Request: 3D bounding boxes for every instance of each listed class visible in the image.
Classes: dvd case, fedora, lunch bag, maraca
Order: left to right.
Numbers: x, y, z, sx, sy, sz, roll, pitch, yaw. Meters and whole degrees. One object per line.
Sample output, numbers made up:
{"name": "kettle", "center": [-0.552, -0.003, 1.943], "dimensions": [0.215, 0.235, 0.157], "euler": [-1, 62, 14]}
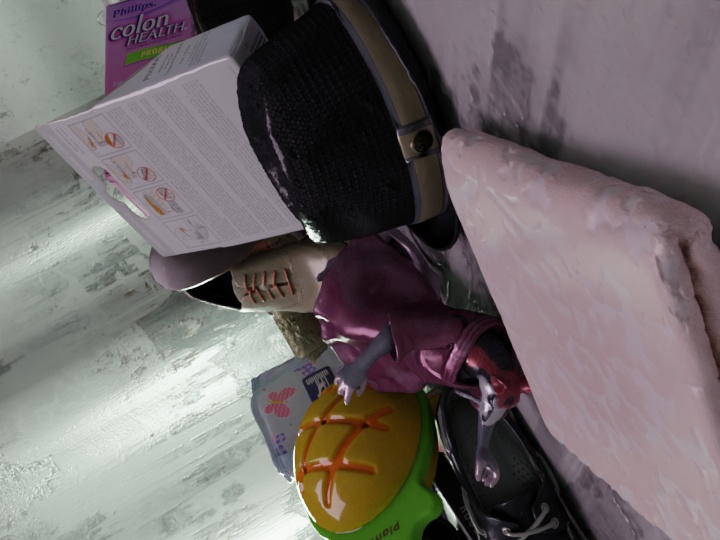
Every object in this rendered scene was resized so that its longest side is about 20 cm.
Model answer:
{"name": "fedora", "center": [-0.018, -0.084, 0.582], "dimensions": [0.201, 0.091, 0.201], "euler": [60, 171, 16]}
{"name": "lunch bag", "center": [-0.033, 0.150, 1.087], "dimensions": [0.128, 0.169, 0.200], "euler": [64, 178, -13]}
{"name": "maraca", "center": [0.007, 0.159, 0.740], "dimensions": [0.107, 0.137, 0.201], "euler": [37, -158, -28]}
{"name": "dvd case", "center": [0.117, 0.264, 0.785], "dimensions": [0.200, 0.025, 0.151], "euler": [54, 167, 36]}

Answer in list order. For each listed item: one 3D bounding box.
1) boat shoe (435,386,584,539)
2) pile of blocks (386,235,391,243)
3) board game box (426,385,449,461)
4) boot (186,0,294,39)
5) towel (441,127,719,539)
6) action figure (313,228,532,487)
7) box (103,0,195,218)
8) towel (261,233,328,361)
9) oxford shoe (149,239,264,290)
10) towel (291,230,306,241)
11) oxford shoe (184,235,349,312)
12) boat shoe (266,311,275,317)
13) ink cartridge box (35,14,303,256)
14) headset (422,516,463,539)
{"name": "boat shoe", "center": [0.111, 0.171, 0.691], "dimensions": [0.201, 0.075, 0.060], "euler": [57, 176, 22]}
{"name": "pile of blocks", "center": [0.000, 0.000, 0.833], "dimensions": [0.201, 0.062, 0.082], "euler": [60, 171, 7]}
{"name": "board game box", "center": [0.118, 0.198, 0.811], "dimensions": [0.201, 0.047, 0.102], "euler": [63, 171, -5]}
{"name": "boot", "center": [-0.100, -0.200, 0.761], "dimensions": [0.151, 0.073, 0.201], "euler": [87, 157, -67]}
{"name": "towel", "center": [0.111, 0.034, 0.423], "dimensions": [0.192, 0.032, 0.200], "euler": [65, 171, -22]}
{"name": "action figure", "center": [0.057, 0.049, 0.653], "dimensions": [0.134, 0.150, 0.199], "euler": [39, 165, -34]}
{"name": "box", "center": [-0.177, -0.150, 0.961], "dimensions": [0.176, 0.096, 0.201], "euler": [57, -158, -62]}
{"name": "towel", "center": [-0.055, 0.004, 0.978], "dimensions": [0.149, 0.036, 0.200], "euler": [58, -158, -2]}
{"name": "oxford shoe", "center": [-0.095, -0.051, 0.805], "dimensions": [0.072, 0.200, 0.071], "euler": [53, -170, 8]}
{"name": "towel", "center": [-0.084, -0.098, 0.934], "dimensions": [0.146, 0.030, 0.201], "euler": [52, -165, -64]}
{"name": "oxford shoe", "center": [-0.068, 0.012, 0.813], "dimensions": [0.199, 0.074, 0.071], "euler": [-5, 106, 40]}
{"name": "boat shoe", "center": [-0.074, 0.005, 1.079], "dimensions": [0.068, 0.072, 0.200], "euler": [53, -157, -15]}
{"name": "ink cartridge box", "center": [-0.118, -0.088, 0.705], "dimensions": [0.160, 0.199, 0.047], "euler": [51, -137, -38]}
{"name": "headset", "center": [0.054, 0.267, 0.772], "dimensions": [0.200, 0.093, 0.124], "euler": [-113, -1, -67]}
